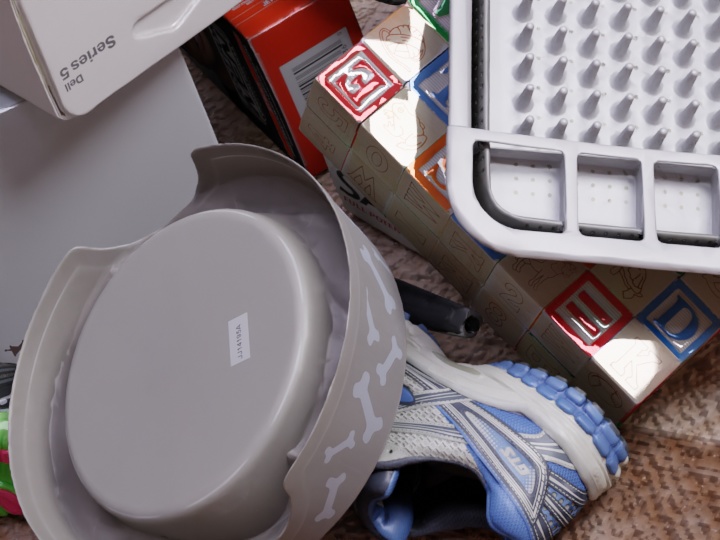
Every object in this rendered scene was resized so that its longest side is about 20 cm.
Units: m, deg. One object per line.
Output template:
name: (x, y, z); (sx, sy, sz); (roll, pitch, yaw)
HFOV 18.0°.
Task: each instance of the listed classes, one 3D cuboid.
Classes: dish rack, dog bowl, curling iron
dish rack: (0.118, -0.087, 0.979); (0.172, 0.044, 0.200); (5, 69, -8)
dog bowl: (-0.065, 0.046, 0.993); (0.200, 0.059, 0.200); (-19, 58, 34)
curling iron: (0.000, 0.000, 1.069); (0.026, 0.050, 0.200); (-3, 17, -26)

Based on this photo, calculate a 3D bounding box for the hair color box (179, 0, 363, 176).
hair color box: (-0.064, -0.144, 1.238); (0.061, 0.102, 0.200); (-32, 41, -10)

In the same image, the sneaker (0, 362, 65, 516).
sneaker: (-0.223, 0.074, 1.101); (0.200, 0.077, 0.084); (2, 39, 12)

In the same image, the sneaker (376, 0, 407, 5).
sneaker: (0.038, -0.185, 1.175); (0.200, 0.082, 0.073); (-7, 42, -49)

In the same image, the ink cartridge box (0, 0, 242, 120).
ink cartridge box: (-0.156, -0.171, 1.088); (0.145, 0.084, 0.200); (-39, 45, -23)

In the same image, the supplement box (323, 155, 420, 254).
supplement box: (0.092, -0.089, 1.131); (0.200, 0.074, 0.126); (-39, 44, -19)

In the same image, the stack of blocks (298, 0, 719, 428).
stack of blocks: (0.084, -0.039, 1.011); (0.115, 0.059, 0.200); (-41, 81, -20)

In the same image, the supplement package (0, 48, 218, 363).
supplement package: (-0.169, -0.084, 1.178); (0.151, 0.152, 0.200); (-25, 41, -6)

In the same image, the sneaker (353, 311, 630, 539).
sneaker: (0.013, 0.070, 0.995); (0.200, 0.077, 0.085); (17, 58, 37)
